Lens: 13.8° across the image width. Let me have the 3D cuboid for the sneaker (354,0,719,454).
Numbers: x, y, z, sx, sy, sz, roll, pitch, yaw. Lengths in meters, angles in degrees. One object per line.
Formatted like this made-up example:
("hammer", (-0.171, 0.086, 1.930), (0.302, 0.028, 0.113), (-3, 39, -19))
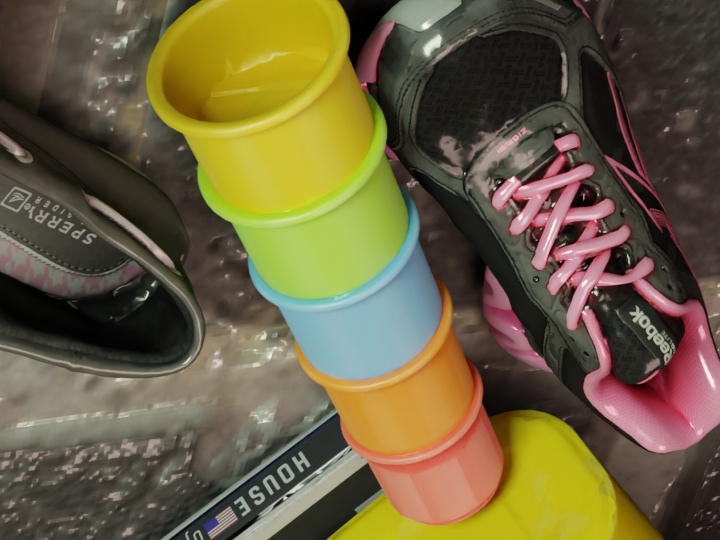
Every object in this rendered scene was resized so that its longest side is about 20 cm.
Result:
("sneaker", (0.066, -0.013, 0.907), (0.079, 0.095, 0.200), (-34, 138, 1))

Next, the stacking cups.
("stacking cups", (0.000, 0.000, 0.892), (0.060, 0.061, 0.200), (-32, 137, -4))

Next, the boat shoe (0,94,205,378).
("boat shoe", (-0.116, -0.020, 0.803), (0.200, 0.057, 0.067), (22, 114, -45))

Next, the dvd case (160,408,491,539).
("dvd case", (-0.024, 0.125, 1.031), (0.200, 0.025, 0.150), (-37, 140, 2))

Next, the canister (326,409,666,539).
("canister", (0.062, 0.148, 1.030), (0.148, 0.087, 0.200), (-39, 139, 3))
